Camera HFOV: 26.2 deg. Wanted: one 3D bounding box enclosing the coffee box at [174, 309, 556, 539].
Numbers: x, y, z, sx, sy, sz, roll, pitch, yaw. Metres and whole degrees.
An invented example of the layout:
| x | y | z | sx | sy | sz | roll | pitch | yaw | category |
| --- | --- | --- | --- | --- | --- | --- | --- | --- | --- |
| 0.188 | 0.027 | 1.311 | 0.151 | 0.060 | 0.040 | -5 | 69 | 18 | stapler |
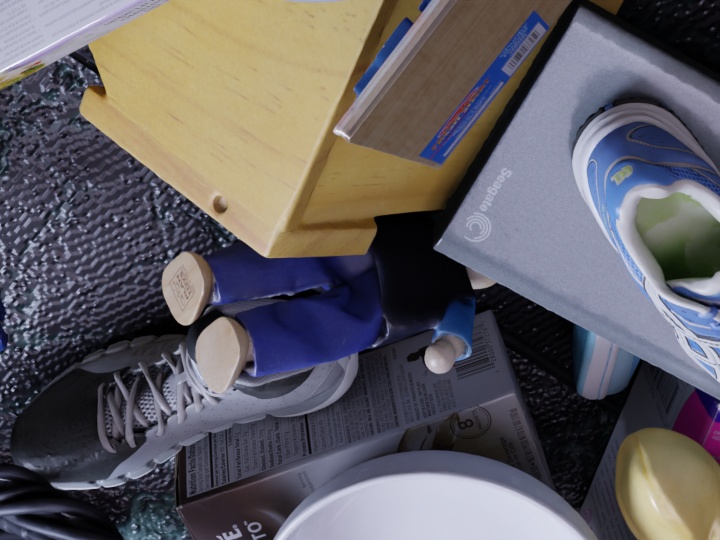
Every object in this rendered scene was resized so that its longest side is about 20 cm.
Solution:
| x | y | z | sx | sy | sz | roll | pitch | yaw | category |
| --- | --- | --- | --- | --- | --- | --- | --- | --- | --- |
| 0.004 | 0.117 | 0.893 | 0.199 | 0.080 | 0.114 | -20 | 125 | 7 | coffee box |

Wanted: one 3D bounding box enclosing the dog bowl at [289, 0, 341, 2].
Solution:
| x | y | z | sx | sy | sz | roll | pitch | yaw | category |
| --- | --- | --- | --- | --- | --- | --- | --- | --- | --- |
| -0.019 | -0.212 | 0.595 | 0.199 | 0.201 | 0.079 | -22 | 168 | 8 | dog bowl |

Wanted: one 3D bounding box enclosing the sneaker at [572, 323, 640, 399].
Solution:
| x | y | z | sx | sy | sz | roll | pitch | yaw | category |
| --- | --- | --- | --- | --- | --- | --- | --- | --- | --- |
| 0.188 | -0.006 | 0.825 | 0.129 | 0.080 | 0.201 | 9 | 124 | -3 | sneaker |

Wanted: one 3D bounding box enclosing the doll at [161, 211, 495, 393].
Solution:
| x | y | z | sx | sy | sz | roll | pitch | yaw | category |
| --- | --- | --- | --- | --- | --- | --- | --- | --- | --- |
| 0.000 | 0.000 | 0.788 | 0.199 | 0.137 | 0.049 | -12 | 151 | -36 | doll |

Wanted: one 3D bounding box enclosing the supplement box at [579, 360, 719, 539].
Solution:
| x | y | z | sx | sy | sz | roll | pitch | yaw | category |
| --- | --- | --- | --- | --- | --- | --- | --- | --- | --- |
| 0.205 | 0.131 | 0.915 | 0.102 | 0.102 | 0.201 | 9 | 123 | -13 | supplement box |

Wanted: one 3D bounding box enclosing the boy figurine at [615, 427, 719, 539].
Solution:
| x | y | z | sx | sy | sz | roll | pitch | yaw | category |
| --- | --- | --- | --- | --- | --- | --- | --- | --- | --- |
| 0.199 | 0.159 | 0.833 | 0.124 | 0.065 | 0.200 | -41 | 119 | 20 | boy figurine |

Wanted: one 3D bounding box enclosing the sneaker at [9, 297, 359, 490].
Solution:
| x | y | z | sx | sy | sz | roll | pitch | yaw | category |
| --- | --- | --- | --- | --- | --- | --- | --- | --- | --- |
| -0.100 | 0.054 | 0.814 | 0.199 | 0.076 | 0.116 | -20 | 165 | -3 | sneaker |

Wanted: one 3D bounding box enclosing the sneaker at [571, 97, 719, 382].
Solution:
| x | y | z | sx | sy | sz | roll | pitch | yaw | category |
| --- | --- | --- | --- | --- | --- | --- | --- | --- | --- |
| 0.168 | 0.013 | 0.715 | 0.076 | 0.077 | 0.200 | -41 | 106 | 19 | sneaker |

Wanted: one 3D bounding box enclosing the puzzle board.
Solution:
| x | y | z | sx | sy | sz | roll | pitch | yaw | category |
| --- | --- | --- | --- | --- | --- | --- | --- | --- | --- |
| 0.071 | -0.129 | 0.639 | 0.017 | 0.151 | 0.200 | 41 | 100 | 12 | puzzle board |

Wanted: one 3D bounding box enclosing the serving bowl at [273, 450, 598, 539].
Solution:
| x | y | z | sx | sy | sz | roll | pitch | yaw | category |
| --- | --- | --- | --- | --- | --- | --- | --- | --- | --- |
| 0.043 | 0.176 | 0.837 | 0.198 | 0.066 | 0.202 | 3 | 118 | 5 | serving bowl |

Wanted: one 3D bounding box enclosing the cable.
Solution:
| x | y | z | sx | sy | sz | roll | pitch | yaw | category |
| --- | --- | --- | --- | --- | --- | --- | --- | --- | --- |
| -0.148 | 0.156 | 0.856 | 0.199 | 0.051 | 0.163 | 23 | 156 | 12 | cable |

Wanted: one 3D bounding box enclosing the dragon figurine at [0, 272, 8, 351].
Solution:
| x | y | z | sx | sy | sz | roll | pitch | yaw | category |
| --- | --- | --- | --- | --- | --- | --- | --- | --- | --- |
| -0.249 | -0.027 | 0.767 | 0.099 | 0.059 | 0.201 | -23 | 95 | 10 | dragon figurine |

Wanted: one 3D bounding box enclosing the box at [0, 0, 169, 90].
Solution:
| x | y | z | sx | sy | sz | roll | pitch | yaw | category |
| --- | --- | --- | --- | --- | --- | --- | --- | --- | --- |
| -0.143 | -0.117 | 0.701 | 0.199 | 0.039 | 0.042 | -23 | 93 | 26 | box |

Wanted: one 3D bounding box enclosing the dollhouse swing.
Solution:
| x | y | z | sx | sy | sz | roll | pitch | yaw | category |
| --- | --- | --- | --- | --- | --- | --- | --- | --- | --- |
| 0.004 | -0.133 | 0.751 | 0.181 | 0.175 | 0.201 | 37 | 122 | 19 | dollhouse swing |

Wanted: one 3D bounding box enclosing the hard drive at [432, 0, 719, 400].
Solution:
| x | y | z | sx | sy | sz | roll | pitch | yaw | category |
| --- | --- | --- | --- | --- | --- | --- | --- | --- | --- |
| 0.154 | -0.027 | 0.759 | 0.199 | 0.033 | 0.140 | 27 | 113 | -9 | hard drive |
